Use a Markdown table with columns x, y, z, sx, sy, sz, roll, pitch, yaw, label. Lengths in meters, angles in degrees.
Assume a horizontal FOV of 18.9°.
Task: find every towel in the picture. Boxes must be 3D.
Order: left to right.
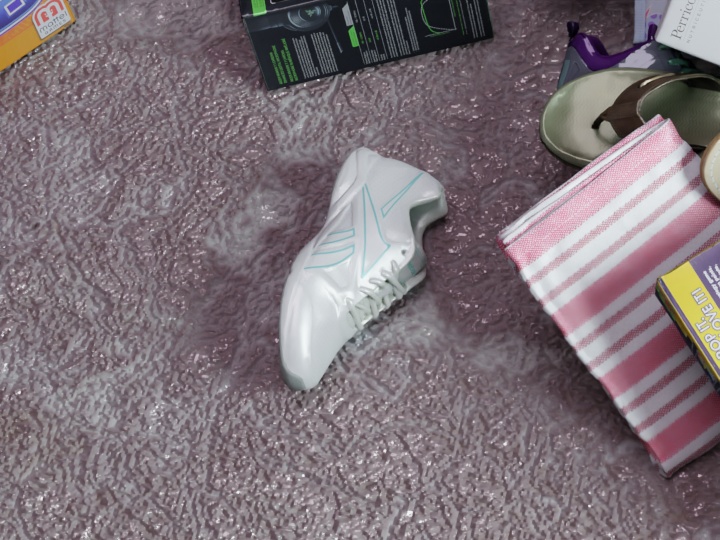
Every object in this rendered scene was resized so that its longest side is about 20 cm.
| x | y | z | sx | sy | sz | roll | pitch | yaw | label |
| --- | --- | --- | --- | --- | --- | --- | --- | --- | --- |
| 0.202 | 0.016 | 1.445 | 0.146 | 0.030 | 0.201 | -36 | 93 | -4 | towel |

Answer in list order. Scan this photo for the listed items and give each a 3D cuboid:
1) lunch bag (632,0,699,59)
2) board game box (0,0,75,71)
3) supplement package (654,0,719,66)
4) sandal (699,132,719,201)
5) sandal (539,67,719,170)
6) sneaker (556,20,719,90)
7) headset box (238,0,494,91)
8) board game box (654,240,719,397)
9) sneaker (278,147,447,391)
| x | y | z | sx | sy | sz | roll | pitch | yaw | label |
| --- | --- | --- | --- | --- | --- | --- | --- | --- | --- |
| 0.293 | -0.251 | 1.605 | 0.168 | 0.127 | 0.201 | 5 | 70 | 16 | lunch bag |
| -0.382 | -0.261 | 1.708 | 0.199 | 0.200 | 0.200 | -36 | 57 | -12 | board game box |
| 0.316 | -0.182 | 1.485 | 0.199 | 0.120 | 0.122 | 21 | 105 | 5 | supplement package |
| 0.330 | -0.049 | 1.428 | 0.070 | 0.210 | 0.078 | 46 | 119 | 60 | sandal |
| 0.217 | -0.108 | 1.486 | 0.200 | 0.057 | 0.080 | 4 | 72 | 25 | sandal |
| 0.234 | -0.130 | 1.549 | 0.199 | 0.074 | 0.088 | 9 | 95 | 17 | sneaker |
| -0.011 | -0.250 | 1.687 | 0.198 | 0.093 | 0.175 | -12 | 55 | 5 | headset box |
| 0.305 | 0.050 | 1.351 | 0.165 | 0.057 | 0.201 | -31 | 78 | 1 | board game box |
| 0.000 | 0.000 | 1.536 | 0.080 | 0.071 | 0.201 | 15 | 61 | 18 | sneaker |
